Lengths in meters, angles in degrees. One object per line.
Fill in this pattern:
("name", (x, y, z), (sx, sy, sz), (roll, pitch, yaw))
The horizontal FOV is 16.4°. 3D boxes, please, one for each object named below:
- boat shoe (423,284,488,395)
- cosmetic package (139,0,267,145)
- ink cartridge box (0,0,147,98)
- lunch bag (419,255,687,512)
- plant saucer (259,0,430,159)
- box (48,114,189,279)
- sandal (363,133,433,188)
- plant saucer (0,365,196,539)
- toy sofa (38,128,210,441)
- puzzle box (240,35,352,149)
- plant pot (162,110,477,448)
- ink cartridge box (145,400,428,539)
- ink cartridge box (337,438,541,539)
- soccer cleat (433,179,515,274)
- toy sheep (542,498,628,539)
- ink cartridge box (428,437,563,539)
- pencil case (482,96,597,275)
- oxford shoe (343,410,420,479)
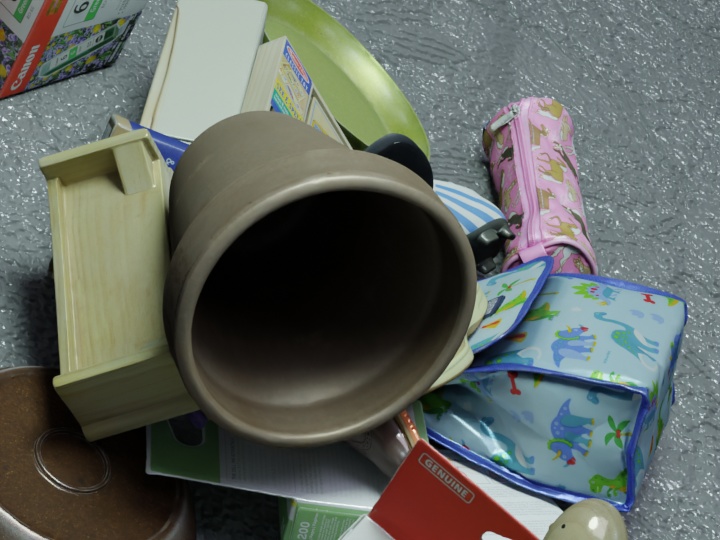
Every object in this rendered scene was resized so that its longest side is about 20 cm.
("boat shoe", (0.040, 0.037, 1.750), (0.063, 0.073, 0.200), (65, 16, -14))
("cosmetic package", (-0.123, -0.114, 1.875), (0.073, 0.104, 0.201), (11, 37, -2))
("ink cartridge box", (-0.244, -0.188, 1.871), (0.050, 0.109, 0.200), (45, 37, 16))
("lunch bag", (0.128, 0.073, 1.843), (0.199, 0.128, 0.170), (11, 25, 14))
("plant saucer", (-0.024, -0.150, 2.024), (0.200, 0.031, 0.200), (41, 20, -19))
("box", (-0.107, -0.018, 1.773), (0.199, 0.122, 0.032), (20, 11, -18))
("sandal", (0.000, 0.001, 1.776), (0.076, 0.201, 0.043), (22, 6, -38))
("plant saucer", (-0.190, 0.132, 1.608), (0.199, 0.035, 0.201), (22, 37, -18))
("toy sofa", (-0.156, 0.015, 1.655), (0.082, 0.098, 0.201), (-16, 53, 8))
("puzzle box", (-0.029, -0.060, 1.869), (0.200, 0.025, 0.133), (58, 24, -30))
("plant pot", (-0.049, -0.013, 1.604), (0.199, 0.201, 0.175), (10, 26, -29))
("ink cartridge box", (-0.050, 0.128, 1.684), (0.199, 0.048, 0.146), (8, 29, -9))
("ink cartridge box", (0.067, 0.228, 1.572), (0.200, 0.174, 0.044), (40, 44, 9))
("soccer cleat", (0.038, -0.031, 1.905), (0.086, 0.070, 0.200), (42, 23, 23))
("toy sheep", (0.158, 0.248, 1.635), (0.137, 0.137, 0.201), (-12, 98, -45))
("ink cartridge box", (0.072, 0.182, 1.760), (0.160, 0.050, 0.200), (4, 27, -35))
("pencil case", (0.146, -0.054, 2.043), (0.086, 0.083, 0.201), (19, 39, -21))
("oxford shoe", (-0.032, 0.087, 1.670), (0.073, 0.072, 0.200), (-35, 54, -22))
